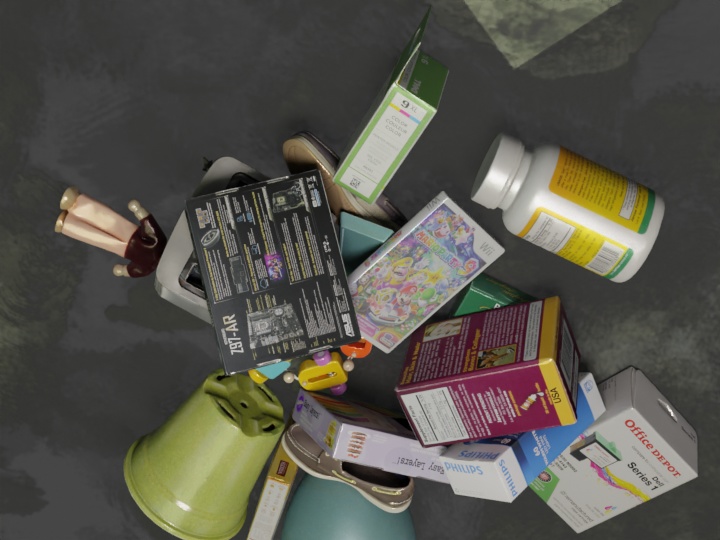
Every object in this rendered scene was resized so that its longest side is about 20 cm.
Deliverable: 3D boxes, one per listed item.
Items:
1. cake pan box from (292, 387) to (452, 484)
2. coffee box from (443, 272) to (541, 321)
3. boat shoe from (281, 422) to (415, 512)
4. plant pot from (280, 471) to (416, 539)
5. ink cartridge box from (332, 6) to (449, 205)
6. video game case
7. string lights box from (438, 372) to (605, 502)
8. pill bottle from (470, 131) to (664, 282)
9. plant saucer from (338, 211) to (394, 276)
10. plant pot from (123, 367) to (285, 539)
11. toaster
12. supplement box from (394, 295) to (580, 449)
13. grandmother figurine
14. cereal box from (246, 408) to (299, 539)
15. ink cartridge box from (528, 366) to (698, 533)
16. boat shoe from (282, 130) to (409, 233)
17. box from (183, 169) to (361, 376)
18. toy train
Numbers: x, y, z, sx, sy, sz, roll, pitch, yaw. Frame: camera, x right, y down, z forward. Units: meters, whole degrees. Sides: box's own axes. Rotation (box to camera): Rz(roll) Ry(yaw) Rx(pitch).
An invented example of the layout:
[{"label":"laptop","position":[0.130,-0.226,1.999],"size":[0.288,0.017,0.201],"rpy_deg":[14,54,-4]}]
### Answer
[{"label":"cake pan box","position":[0.028,0.217,1.416],"size":[0.198,0.184,0.053],"rpy_deg":[16,95,-20]},{"label":"coffee box","position":[0.158,0.103,1.413],"size":[0.122,0.044,0.201],"rpy_deg":[23,127,-2]},{"label":"boat shoe","position":[-0.016,0.257,1.477],"size":[0.199,0.072,0.060],"rpy_deg":[28,143,12]},{"label":"plant pot","position":[-0.019,0.339,1.553],"size":[0.198,0.200,0.136],"rpy_deg":[-1,92,15]},{"label":"ink cartridge box","position":[0.046,-0.181,1.208],"size":[0.059,0.104,0.201],"rpy_deg":[29,126,-7]},{"label":"video game case","position":[0.064,0.007,1.307],"size":[0.200,0.018,0.143],"rpy_deg":[-42,136,12]},{"label":"string lights box","position":[0.202,0.201,1.348],"size":[0.102,0.199,0.059],"rpy_deg":[-6,114,53]},{"label":"pill bottle","position":[0.230,-0.076,1.227],"size":[0.198,0.113,0.113],"rpy_deg":[24,127,-3]},{"label":"plant saucer","position":[0.000,0.000,1.349],"size":[0.069,0.019,0.201],"rpy_deg":[20,149,8]},{"label":"plant pot","position":[-0.204,0.247,1.534],"size":[0.199,0.201,0.185],"rpy_deg":[33,114,-9]},{"label":"toaster","position":[-0.143,-0.024,1.300],"size":[0.199,0.182,0.119],"rpy_deg":[29,168,-5]},{"label":"supplement box","position":[0.158,0.125,1.318],"size":[0.198,0.131,0.104],"rpy_deg":[-13,120,22]},{"label":"grandmother figurine","position":[-0.302,-0.035,1.431],"size":[0.198,0.061,0.122],"rpy_deg":[25,135,0]},{"label":"cereal box","position":[-0.122,0.318,1.575],"size":[0.039,0.144,0.201],"rpy_deg":[19,128,0]},{"label":"ink cartridge box","position":[0.325,0.241,1.439],"size":[0.199,0.084,0.145],"rpy_deg":[-36,109,31]},{"label":"boat shoe","position":[-0.014,-0.098,1.306],"size":[0.200,0.065,0.072],"rpy_deg":[46,151,-22]},{"label":"box","position":[-0.099,0.002,1.221],"size":[0.159,0.044,0.202],"rpy_deg":[-14,86,-12]},{"label":"toy train","position":[-0.068,0.089,1.416],"size":[0.198,0.056,0.151],"rpy_deg":[6,127,-2]}]
